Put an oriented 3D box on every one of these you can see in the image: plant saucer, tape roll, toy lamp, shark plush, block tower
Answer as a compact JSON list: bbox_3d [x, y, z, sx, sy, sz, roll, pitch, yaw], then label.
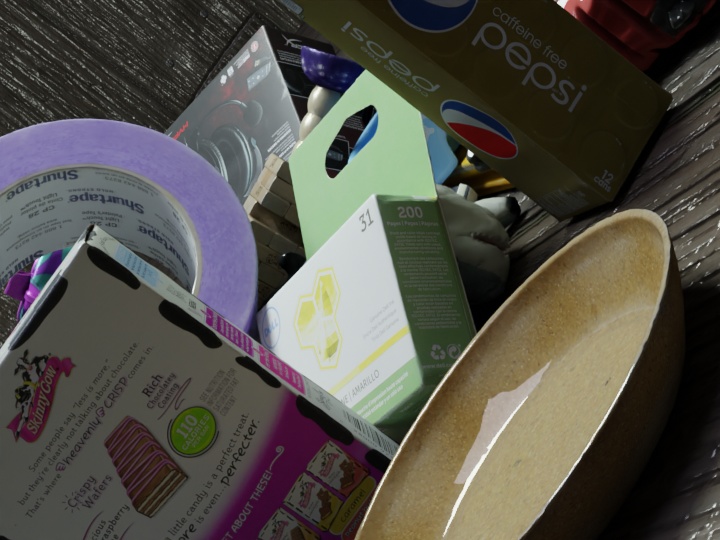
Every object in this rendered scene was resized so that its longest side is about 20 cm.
[{"bbox_3d":[0.064,0.068,0.631,0.201,0.035,0.200,-51,11,14],"label":"plant saucer"},{"bbox_3d":[-0.156,0.019,0.930,0.201,0.198,0.085,-59,-13,-28],"label":"tape roll"},{"bbox_3d":[-0.046,-0.045,1.086,0.058,0.058,0.202,-136,63,-80],"label":"toy lamp"},{"bbox_3d":[0.000,0.000,0.929,0.198,0.091,0.084,-14,62,31],"label":"shark plush"},{"bbox_3d":[-0.079,0.029,1.032,0.202,0.054,0.058,-61,14,3],"label":"block tower"}]

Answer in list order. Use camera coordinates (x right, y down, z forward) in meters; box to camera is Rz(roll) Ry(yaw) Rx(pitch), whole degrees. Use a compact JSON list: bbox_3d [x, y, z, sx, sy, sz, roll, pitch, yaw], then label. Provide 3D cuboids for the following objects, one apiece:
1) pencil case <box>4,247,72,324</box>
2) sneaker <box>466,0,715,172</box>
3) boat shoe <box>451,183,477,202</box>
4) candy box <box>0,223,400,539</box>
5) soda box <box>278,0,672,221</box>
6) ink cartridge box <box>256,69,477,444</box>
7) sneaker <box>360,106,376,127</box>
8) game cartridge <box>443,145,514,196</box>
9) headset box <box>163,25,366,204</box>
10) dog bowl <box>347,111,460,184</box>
[{"bbox_3d":[-0.146,0.055,1.141,0.092,0.199,0.086,-19,-42,-59],"label":"pencil case"},{"bbox_3d":[0.128,-0.130,0.888,0.201,0.071,0.098,-49,6,38],"label":"sneaker"},{"bbox_3d":[0.000,0.015,1.026,0.200,0.062,0.075,-47,11,31],"label":"boat shoe"},{"bbox_3d":[-0.085,0.093,0.766,0.137,0.199,0.061,-52,11,5],"label":"candy box"},{"bbox_3d":[0.052,-0.113,0.807,0.068,0.199,0.064,-56,10,-16],"label":"soda box"},{"bbox_3d":[-0.007,-0.005,0.864,0.145,0.047,0.202,-42,55,51],"label":"ink cartridge box"},{"bbox_3d":[0.000,-0.065,1.236,0.203,0.077,0.146,-56,8,-16],"label":"sneaker"},{"bbox_3d":[0.125,-0.136,1.043,0.201,0.032,0.176,-54,10,-9],"label":"game cartridge"},{"bbox_3d":[-0.058,-0.048,1.190,0.149,0.077,0.202,-41,56,34],"label":"headset box"},{"bbox_3d":[0.063,-0.123,1.051,0.201,0.049,0.112,-52,10,12],"label":"dog bowl"}]
